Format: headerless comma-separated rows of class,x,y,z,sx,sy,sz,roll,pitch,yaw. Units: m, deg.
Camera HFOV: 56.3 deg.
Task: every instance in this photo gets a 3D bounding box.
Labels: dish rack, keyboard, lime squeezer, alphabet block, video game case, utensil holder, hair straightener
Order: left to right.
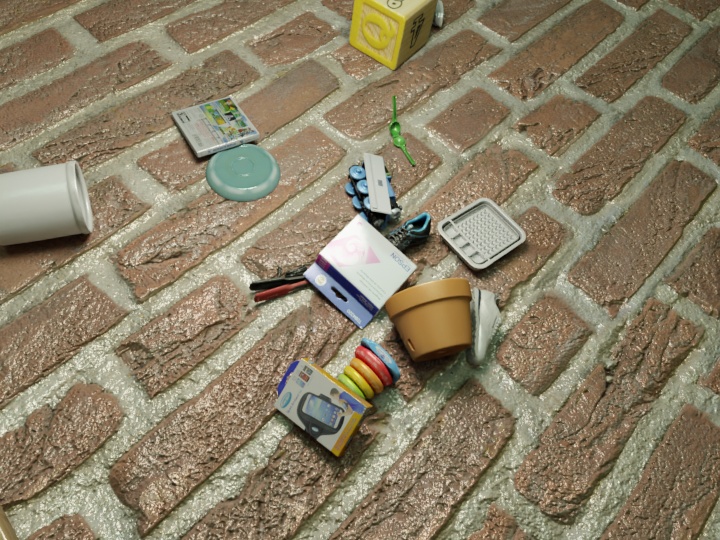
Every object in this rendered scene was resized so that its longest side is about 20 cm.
utensil holder,-0.739,-0.154,1.548,0.197,0.171,0.172,-11,57,-14
video game case,-0.398,-0.397,1.842,0.180,0.022,0.201,-22,53,-22
hair straightener,-0.171,0.013,1.595,0.198,0.041,0.077,-18,60,-20
keyboard,0.043,-0.224,1.716,0.056,0.011,0.202,13,50,-25
alphabet block,0.103,-0.789,2.101,0.194,0.198,0.200,34,57,17
lime squeezer,0.114,-0.388,1.907,0.037,0.070,0.203,-14,87,-36
dish rack,0.310,-0.089,1.739,0.199,0.044,0.172,-30,64,-26

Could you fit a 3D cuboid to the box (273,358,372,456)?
box,-0.087,0.273,1.386,0.199,0.041,0.120,33,94,17

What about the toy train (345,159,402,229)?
toy train,0.036,-0.201,1.752,0.113,0.087,0.202,-10,57,-22

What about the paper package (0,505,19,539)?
paper package,-0.700,0.483,1.150,0.190,0.104,0.200,-33,67,-26

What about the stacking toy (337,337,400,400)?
stacking toy,-0.017,0.250,1.432,0.200,0.110,0.116,-43,79,-15

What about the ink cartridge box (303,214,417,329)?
ink cartridge box,0.000,0.000,1.589,0.196,0.043,0.200,41,69,7

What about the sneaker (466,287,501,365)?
sneaker,0.291,0.130,1.569,0.079,0.077,0.202,16,55,-8

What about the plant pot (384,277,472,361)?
plant pot,0.164,0.116,1.495,0.197,0.200,0.142,-10,73,-15

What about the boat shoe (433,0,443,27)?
boat shoe,0.235,-0.886,2.268,0.064,0.075,0.204,-8,53,-7

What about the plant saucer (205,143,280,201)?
plant saucer,-0.310,-0.268,1.779,0.197,0.028,0.202,5,54,-6

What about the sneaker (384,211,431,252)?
sneaker,0.097,-0.083,1.678,0.199,0.082,0.073,-35,69,-26
